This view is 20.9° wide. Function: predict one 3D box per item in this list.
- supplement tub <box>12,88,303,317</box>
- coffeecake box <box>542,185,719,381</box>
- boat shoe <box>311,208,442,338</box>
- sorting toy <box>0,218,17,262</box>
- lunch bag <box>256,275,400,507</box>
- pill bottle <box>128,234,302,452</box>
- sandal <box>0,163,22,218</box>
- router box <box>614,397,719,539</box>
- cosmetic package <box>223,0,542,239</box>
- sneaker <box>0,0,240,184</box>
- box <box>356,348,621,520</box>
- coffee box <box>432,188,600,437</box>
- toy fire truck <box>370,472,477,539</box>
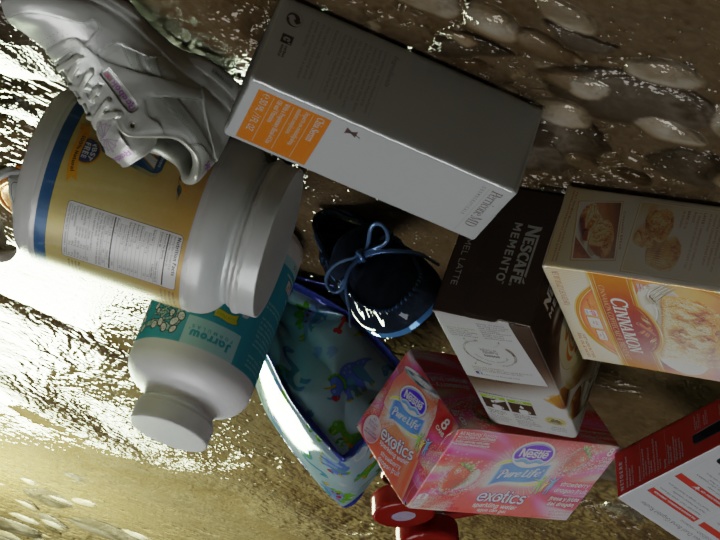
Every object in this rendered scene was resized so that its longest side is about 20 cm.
[{"bbox_3d":[-0.157,-0.051,1.534,0.199,0.145,0.145,17,157,6],"label":"supplement tub"},{"bbox_3d":[0.252,0.018,1.443,0.199,0.073,0.154,9,154,24],"label":"coffeecake box"},{"bbox_3d":[0.000,0.000,1.538,0.069,0.084,0.200,50,169,-22],"label":"boat shoe"},{"bbox_3d":[-0.356,-0.097,1.577,0.106,0.201,0.180,-17,-172,-7],"label":"sorting toy"},{"bbox_3d":[-0.038,0.095,1.799,0.200,0.127,0.170,45,163,17],"label":"lunch bag"},{"bbox_3d":[-0.129,0.049,1.663,0.110,0.201,0.111,16,157,7],"label":"pill bottle"},{"bbox_3d":[-0.255,-0.050,1.726,0.206,0.059,0.079,2,151,37],"label":"sandal"},{"bbox_3d":[0.350,0.183,1.680,0.179,0.049,0.200,-32,128,33],"label":"router box"},{"bbox_3d":[0.014,-0.104,1.368,0.199,0.072,0.101,22,157,-7],"label":"cosmetic package"},{"bbox_3d":[-0.176,-0.137,1.415,0.199,0.100,0.075,31,157,-21],"label":"sneaker"},{"bbox_3d":[0.112,0.144,1.683,0.199,0.103,0.095,11,124,-39],"label":"box"},{"bbox_3d":[0.132,0.035,1.528,0.079,0.115,0.200,10,156,23],"label":"coffee box"},{"bbox_3d":[0.099,0.201,1.968,0.167,0.113,0.200,-13,148,13],"label":"toy fire truck"}]
